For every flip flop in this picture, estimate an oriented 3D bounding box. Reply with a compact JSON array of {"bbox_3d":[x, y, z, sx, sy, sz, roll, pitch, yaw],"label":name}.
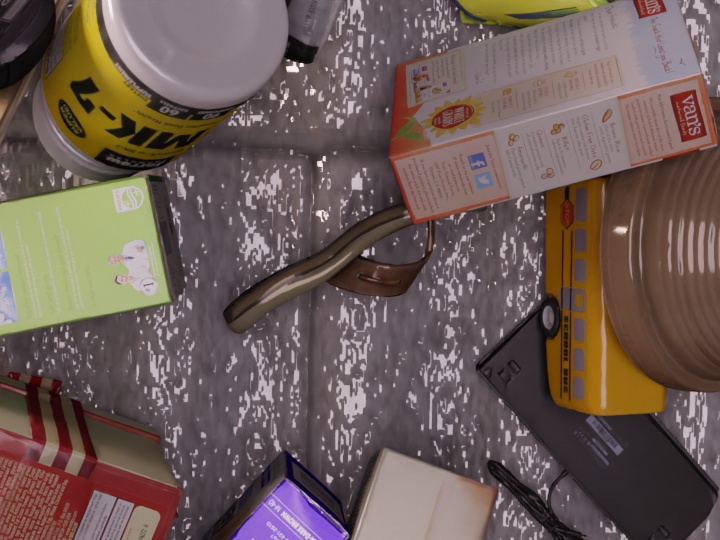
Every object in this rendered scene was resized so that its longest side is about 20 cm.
[{"bbox_3d":[0.000,0.000,0.955,0.199,0.081,0.058,-29,89,2],"label":"flip flop"}]

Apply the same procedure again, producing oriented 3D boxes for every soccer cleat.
[{"bbox_3d":[0.115,-0.197,0.974,0.200,0.065,0.084,31,120,-9],"label":"soccer cleat"}]

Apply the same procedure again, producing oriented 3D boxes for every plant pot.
[{"bbox_3d":[0.256,-0.017,0.916,0.200,0.092,0.202,-1,92,-41],"label":"plant pot"}]

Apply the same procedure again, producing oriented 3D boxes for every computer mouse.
[{"bbox_3d":[-0.240,-0.169,0.873,0.141,0.199,0.046,-61,140,-24],"label":"computer mouse"}]

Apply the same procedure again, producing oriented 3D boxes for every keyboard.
[{"bbox_3d":[0.157,0.136,1.002,0.127,0.021,0.200,-43,93,-8],"label":"keyboard"}]

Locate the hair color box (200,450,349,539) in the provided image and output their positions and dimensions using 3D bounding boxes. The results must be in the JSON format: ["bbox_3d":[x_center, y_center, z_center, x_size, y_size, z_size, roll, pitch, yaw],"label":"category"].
[{"bbox_3d":[-0.098,0.222,0.944,0.065,0.109,0.200,42,89,-4],"label":"hair color box"}]

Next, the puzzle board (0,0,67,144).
[{"bbox_3d":[-0.271,-0.121,0.892,0.150,0.017,0.201,3,61,28],"label":"puzzle board"}]

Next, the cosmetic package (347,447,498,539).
[{"bbox_3d":[0.018,0.231,0.932,0.087,0.103,0.201,20,78,-1],"label":"cosmetic package"}]

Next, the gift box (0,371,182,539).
[{"bbox_3d":[-0.217,0.177,0.899,0.199,0.187,0.185,27,89,-18],"label":"gift box"}]

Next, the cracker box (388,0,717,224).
[{"bbox_3d":[0.122,-0.110,0.905,0.199,0.134,0.058,-15,122,14],"label":"cracker box"}]

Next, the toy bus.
[{"bbox_3d":[0.170,-0.005,0.960,0.065,0.078,0.201,-1,93,-20],"label":"toy bus"}]

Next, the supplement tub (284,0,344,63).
[{"bbox_3d":[-0.097,-0.230,0.919,0.199,0.123,0.123,24,91,-5],"label":"supplement tub"}]

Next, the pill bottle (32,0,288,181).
[{"bbox_3d":[-0.135,-0.128,0.872,0.114,0.200,0.115,7,74,-26],"label":"pill bottle"}]

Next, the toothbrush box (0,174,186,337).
[{"bbox_3d":[-0.222,-0.004,0.908,0.199,0.146,0.087,-12,94,-2],"label":"toothbrush box"}]
